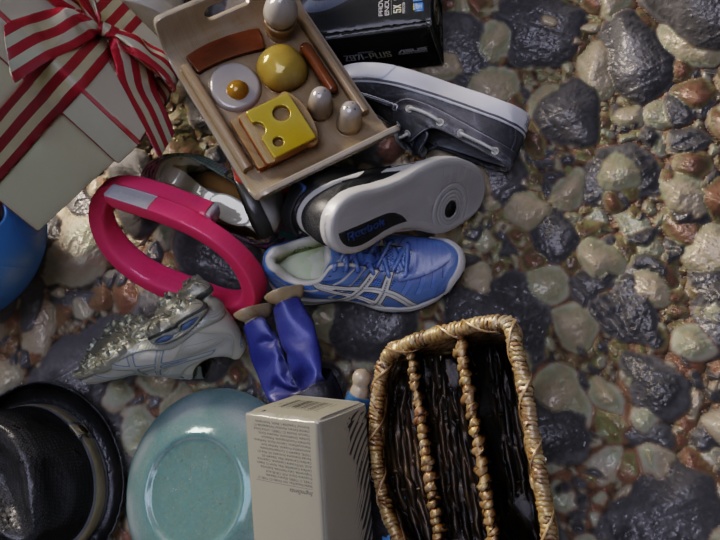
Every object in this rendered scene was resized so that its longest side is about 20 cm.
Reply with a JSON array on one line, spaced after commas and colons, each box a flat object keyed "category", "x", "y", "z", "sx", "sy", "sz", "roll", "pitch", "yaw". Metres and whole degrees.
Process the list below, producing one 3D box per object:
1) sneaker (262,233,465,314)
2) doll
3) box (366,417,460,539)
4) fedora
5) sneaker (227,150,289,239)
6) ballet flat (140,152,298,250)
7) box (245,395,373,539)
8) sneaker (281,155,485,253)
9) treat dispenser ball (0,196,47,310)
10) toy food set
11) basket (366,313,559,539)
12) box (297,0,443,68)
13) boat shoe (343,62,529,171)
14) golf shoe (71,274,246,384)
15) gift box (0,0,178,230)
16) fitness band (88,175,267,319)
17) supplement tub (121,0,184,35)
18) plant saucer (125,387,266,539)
[{"category": "sneaker", "x": 0.000, "y": 0.000, "z": 0.797, "sx": 0.198, "sy": 0.077, "sz": 0.076, "roll": -5, "pitch": 75, "yaw": 11}, {"category": "doll", "x": -0.045, "y": 0.116, "z": 0.753, "sx": 0.136, "sy": 0.048, "sz": 0.201, "roll": -28, "pitch": 77, "yaw": 26}, {"category": "box", "x": 0.018, "y": 0.235, "z": 0.762, "sx": 0.142, "sy": 0.036, "sz": 0.202, "roll": 1, "pitch": 76, "yaw": 14}, {"category": "fedora", "x": -0.334, "y": 0.206, "z": 0.825, "sx": 0.199, "sy": 0.092, "sz": 0.202, "roll": -3, "pitch": 77, "yaw": 14}, {"category": "sneaker", "x": -0.075, "y": -0.122, "z": 0.814, "sx": 0.107, "sy": 0.068, "sz": 0.202, "roll": -17, "pitch": 47, "yaw": -3}, {"category": "ballet flat", "x": -0.153, "y": -0.076, "z": 0.853, "sx": 0.199, "sy": 0.071, "sz": 0.070, "roll": 25, "pitch": 92, "yaw": 18}, {"category": "box", "x": -0.039, "y": 0.210, "z": 0.690, "sx": 0.082, "sy": 0.068, "sz": 0.202, "roll": 1, "pitch": 97, "yaw": 35}, {"category": "sneaker", "x": 0.016, "y": -0.076, "z": 0.783, "sx": 0.112, "sy": 0.199, "sz": 0.074, "roll": 25, "pitch": 120, "yaw": 44}, {"category": "treat dispenser ball", "x": -0.422, "y": -0.043, "z": 0.845, "sx": 0.199, "sy": 0.201, "sz": 0.203, "roll": -3, "pitch": 77, "yaw": 13}, {"category": "toy food set", "x": -0.075, "y": -0.173, "z": 0.751, "sx": 0.143, "sy": 0.060, "sz": 0.201, "roll": -28, "pitch": 75, "yaw": -16}, {"category": "basket", "x": 0.074, "y": 0.148, "z": 0.674, "sx": 0.141, "sy": 0.149, "sz": 0.202, "roll": -9, "pitch": 77, "yaw": 8}, {"category": "box", "x": -0.001, "y": -0.313, "z": 0.860, "sx": 0.162, "sy": 0.086, "sz": 0.202, "roll": -2, "pitch": 78, "yaw": 14}, {"category": "boat shoe", "x": 0.061, "y": -0.146, "z": 0.821, "sx": 0.199, "sy": 0.072, "sz": 0.068, "roll": 19, "pitch": 81, "yaw": 10}, {"category": "golf shoe", "x": -0.201, "y": 0.086, "z": 0.830, "sx": 0.199, "sy": 0.097, "sz": 0.079, "roll": -22, "pitch": 32, "yaw": 32}, {"category": "gift box", "x": -0.280, "y": -0.164, "z": 0.782, "sx": 0.186, "sy": 0.184, "sz": 0.201, "roll": -34, "pitch": 32, "yaw": 27}, {"category": "fitness band", "x": -0.180, "y": -0.021, "z": 0.816, "sx": 0.199, "sy": 0.144, "sz": 0.038, "roll": 20, "pitch": 54, "yaw": 18}, {"category": "supplement tub", "x": -0.260, "y": -0.349, "z": 0.902, "sx": 0.143, "sy": 0.144, "sz": 0.202, "roll": -6, "pitch": 76, "yaw": 12}, {"category": "plant saucer", "x": -0.149, "y": 0.211, "z": 0.795, "sx": 0.199, "sy": 0.039, "sz": 0.203, "roll": -5, "pitch": 75, "yaw": 21}]
